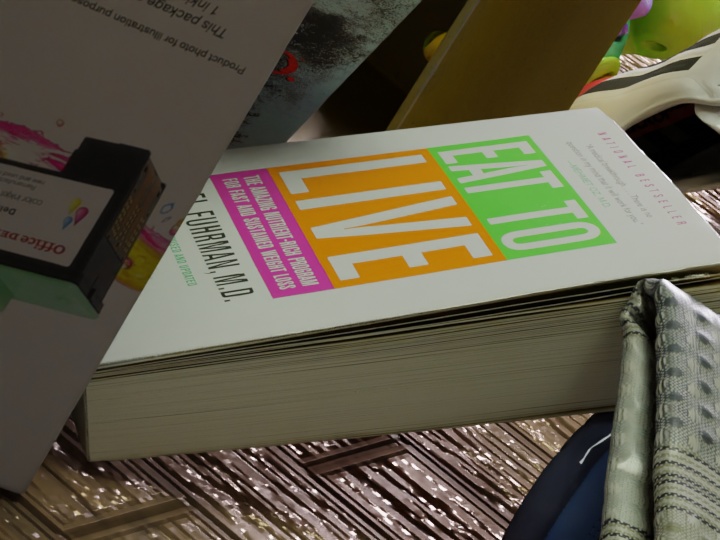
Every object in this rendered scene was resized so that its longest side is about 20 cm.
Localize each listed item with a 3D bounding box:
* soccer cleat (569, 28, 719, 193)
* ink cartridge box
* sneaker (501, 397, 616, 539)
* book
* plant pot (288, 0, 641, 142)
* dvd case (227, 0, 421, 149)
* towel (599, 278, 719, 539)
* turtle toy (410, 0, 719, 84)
[{"bbox_3d":[0.169,-0.077,1.240,0.069,0.199,0.085,58,12,-28],"label":"soccer cleat"},{"bbox_3d":[-0.092,-0.062,0.835,0.084,0.200,0.145,22,24,-23],"label":"ink cartridge box"},{"bbox_3d":[0.122,0.080,0.961,0.200,0.074,0.082,-5,44,-50],"label":"sneaker"},{"bbox_3d":[0.000,0.000,0.931,0.199,0.048,0.134,-8,30,-14],"label":"book"},{"bbox_3d":[0.013,-0.136,1.170,0.200,0.200,0.176,40,15,27],"label":"plant pot"},{"bbox_3d":[-0.069,-0.092,0.979,0.146,0.200,0.022,22,57,-18],"label":"dvd case"},{"bbox_3d":[0.140,0.118,0.837,0.192,0.035,0.200,37,32,-21],"label":"towel"},{"bbox_3d":[0.080,-0.127,1.339,0.199,0.101,0.146,11,27,-38],"label":"turtle toy"}]
